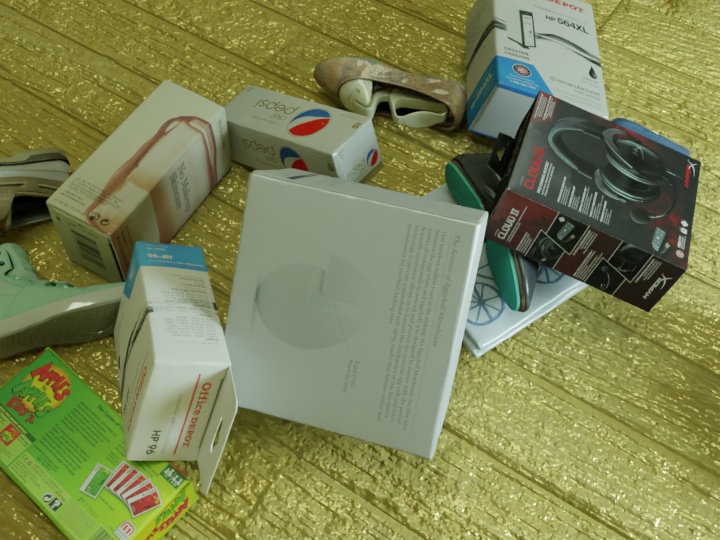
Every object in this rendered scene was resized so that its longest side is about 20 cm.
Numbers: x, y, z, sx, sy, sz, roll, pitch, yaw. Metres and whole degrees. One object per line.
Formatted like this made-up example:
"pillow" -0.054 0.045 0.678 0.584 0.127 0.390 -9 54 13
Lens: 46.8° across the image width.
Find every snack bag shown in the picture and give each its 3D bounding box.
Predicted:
"snack bag" 0.134 -0.024 0.900 0.187 0.022 0.201 -30 61 -20

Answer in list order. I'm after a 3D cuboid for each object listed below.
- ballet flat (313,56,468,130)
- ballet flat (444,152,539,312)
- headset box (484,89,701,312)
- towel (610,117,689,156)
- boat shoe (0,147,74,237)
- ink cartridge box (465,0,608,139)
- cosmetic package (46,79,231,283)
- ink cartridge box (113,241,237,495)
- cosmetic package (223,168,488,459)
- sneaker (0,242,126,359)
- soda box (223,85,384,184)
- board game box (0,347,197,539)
"ballet flat" 0.033 -0.209 1.000 0.196 0.069 0.068 9 57 7
"ballet flat" 0.152 -0.049 0.865 0.072 0.074 0.202 -14 54 -11
"headset box" 0.216 -0.074 0.809 0.197 0.078 0.150 25 53 2
"towel" 0.281 -0.081 0.909 0.111 0.049 0.201 32 55 11
"boat shoe" -0.389 -0.073 0.875 0.198 0.075 0.069 -25 73 -37
"ink cartridge box" 0.206 -0.246 0.997 0.143 0.085 0.203 13 54 -13
"cosmetic package" -0.230 -0.094 0.896 0.086 0.104 0.202 24 60 14
"ink cartridge box" -0.167 0.082 0.729 0.067 0.117 0.201 6 35 -26
"cosmetic package" -0.003 0.030 0.737 0.196 0.204 0.123 14 11 11
"sneaker" -0.316 0.013 0.832 0.196 0.074 0.120 -13 62 -6
"soda box" -0.071 -0.143 0.919 0.198 0.064 0.068 23 56 38
"board game box" -0.251 0.170 0.743 0.199 0.048 0.102 35 61 21
